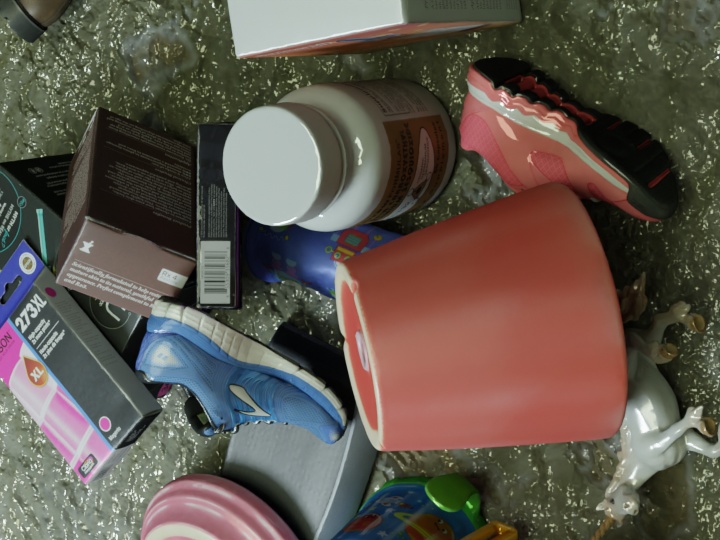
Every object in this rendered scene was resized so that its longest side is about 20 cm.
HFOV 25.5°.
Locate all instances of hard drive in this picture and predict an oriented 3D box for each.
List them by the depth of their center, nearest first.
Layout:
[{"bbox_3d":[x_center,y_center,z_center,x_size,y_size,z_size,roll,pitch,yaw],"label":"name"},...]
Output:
[{"bbox_3d":[-0.057,0.162,1.406,0.134,0.042,0.201,27,110,24],"label":"hard drive"}]

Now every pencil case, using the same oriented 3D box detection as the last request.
[{"bbox_3d":[0.000,0.000,1.329,0.199,0.087,0.078,21,66,25],"label":"pencil case"}]

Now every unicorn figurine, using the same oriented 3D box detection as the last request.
[{"bbox_3d":[0.222,0.112,1.220,0.137,0.073,0.201,-28,64,55],"label":"unicorn figurine"}]

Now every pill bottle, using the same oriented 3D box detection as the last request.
[{"bbox_3d":[-0.016,-0.091,1.251,0.114,0.200,0.115,5,101,29],"label":"pill bottle"}]

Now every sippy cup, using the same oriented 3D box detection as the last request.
[{"bbox_3d":[0.026,0.253,1.322,0.139,0.130,0.179,4,100,30],"label":"sippy cup"}]

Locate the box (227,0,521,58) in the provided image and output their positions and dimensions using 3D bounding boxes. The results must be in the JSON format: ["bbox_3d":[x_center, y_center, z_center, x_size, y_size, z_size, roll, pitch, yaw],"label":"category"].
[{"bbox_3d":[0.011,-0.227,1.214,0.152,0.200,0.107,-6,95,31],"label":"box"}]

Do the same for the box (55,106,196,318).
[{"bbox_3d":[-0.196,-0.050,1.356,0.100,0.200,0.075,22,115,-18],"label":"box"}]

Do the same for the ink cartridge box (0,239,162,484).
[{"bbox_3d":[-0.263,0.078,1.372,0.200,0.037,0.095,49,118,15],"label":"ink cartridge box"}]

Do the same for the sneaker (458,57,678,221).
[{"bbox_3d":[0.159,-0.086,1.238,0.200,0.074,0.087,37,128,24],"label":"sneaker"}]

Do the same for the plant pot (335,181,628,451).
[{"bbox_3d":[0.082,0.045,1.175,0.176,0.200,0.202,-11,93,-8],"label":"plant pot"}]

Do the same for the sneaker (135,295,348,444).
[{"bbox_3d":[-0.100,0.099,1.300,0.090,0.199,0.078,-62,25,-3],"label":"sneaker"}]

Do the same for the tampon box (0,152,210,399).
[{"bbox_3d":[-0.250,0.011,1.446,0.200,0.126,0.150,39,115,18],"label":"tampon box"}]

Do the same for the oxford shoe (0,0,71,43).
[{"bbox_3d":[-0.327,-0.315,1.482,0.084,0.073,0.200,-37,81,12],"label":"oxford shoe"}]

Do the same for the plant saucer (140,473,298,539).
[{"bbox_3d":[-0.126,0.281,1.430,0.200,0.051,0.202,19,124,30],"label":"plant saucer"}]

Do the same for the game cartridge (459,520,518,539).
[{"bbox_3d":[0.062,0.321,1.271,0.032,0.176,0.201,15,114,39],"label":"game cartridge"}]

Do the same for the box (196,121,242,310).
[{"bbox_3d":[-0.115,-0.039,1.311,0.036,0.200,0.144,0,88,-2],"label":"box"}]
